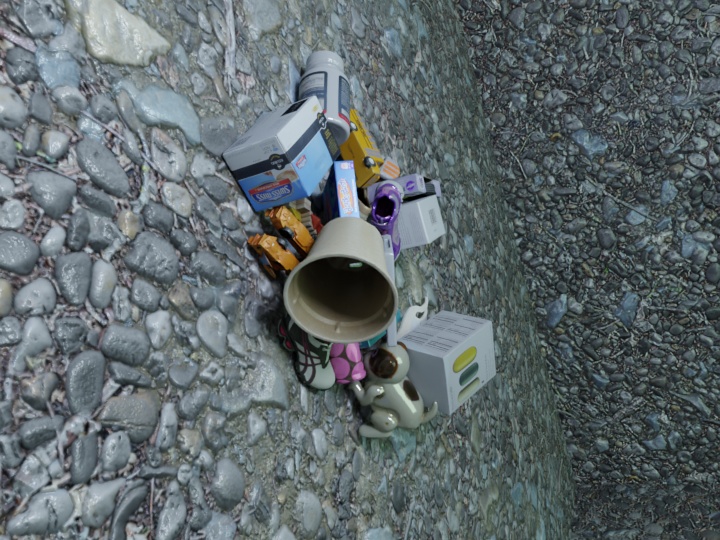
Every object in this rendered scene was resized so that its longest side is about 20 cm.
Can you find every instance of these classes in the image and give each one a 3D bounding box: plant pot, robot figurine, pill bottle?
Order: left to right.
[{"bbox_3d":[-0.129,-0.028,1.131,0.200,0.058,0.145,53,54,-40],"label":"robot figurine"},{"bbox_3d":[-0.083,-0.396,1.314,0.120,0.119,0.200,33,52,-54],"label":"pill bottle"},{"bbox_3d":[-0.028,0.001,1.058,0.184,0.200,0.201,-83,150,-54],"label":"plant pot"}]

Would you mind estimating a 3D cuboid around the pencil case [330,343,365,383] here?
[{"bbox_3d":[-0.048,0.138,1.220,0.091,0.094,0.200,-14,95,-23],"label":"pencil case"}]

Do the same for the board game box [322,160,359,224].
[{"bbox_3d":[-0.045,-0.131,1.243,0.200,0.045,0.152,131,-47,-74],"label":"board game box"}]

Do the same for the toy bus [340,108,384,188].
[{"bbox_3d":[-0.007,-0.290,1.357,0.078,0.065,0.200,0,58,-49],"label":"toy bus"}]

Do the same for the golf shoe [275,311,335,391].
[{"bbox_3d":[-0.088,0.164,1.125,0.200,0.088,0.077,62,30,-31],"label":"golf shoe"}]

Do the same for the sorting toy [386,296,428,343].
[{"bbox_3d":[0.128,0.159,1.447,0.200,0.107,0.180,-25,131,-62],"label":"sorting toy"}]

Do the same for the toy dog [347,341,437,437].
[{"bbox_3d":[0.065,0.260,1.273,0.140,0.194,0.200,-35,121,-51],"label":"toy dog"}]

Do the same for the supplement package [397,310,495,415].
[{"bbox_3d":[0.203,0.213,1.359,0.200,0.151,0.152,-27,116,-40],"label":"supplement package"}]

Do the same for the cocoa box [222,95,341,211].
[{"bbox_3d":[-0.146,-0.229,1.114,0.131,0.133,0.200,63,31,-28],"label":"cocoa box"}]

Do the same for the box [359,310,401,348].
[{"bbox_3d":[0.022,0.130,1.350,0.200,0.082,0.049,-30,106,-62],"label":"box"}]

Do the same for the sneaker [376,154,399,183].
[{"bbox_3d":[-0.002,-0.278,1.479,0.200,0.112,0.078,36,67,-10],"label":"sneaker"}]

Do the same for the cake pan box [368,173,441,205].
[{"bbox_3d":[0.098,-0.203,1.498,0.184,0.200,0.052,-8,87,-65],"label":"cake pan box"}]

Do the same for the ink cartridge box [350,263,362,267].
[{"bbox_3d":[0.000,0.000,1.319,0.104,0.059,0.200,-77,160,-69],"label":"ink cartridge box"}]

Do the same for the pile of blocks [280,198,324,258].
[{"bbox_3d":[-0.103,-0.070,1.211,0.200,0.062,0.082,63,31,-27],"label":"pile of blocks"}]

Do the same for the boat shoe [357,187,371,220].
[{"bbox_3d":[-0.008,-0.182,1.370,0.071,0.065,0.200,21,33,-30],"label":"boat shoe"}]

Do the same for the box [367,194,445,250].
[{"bbox_3d":[0.092,-0.111,1.448,0.152,0.200,0.106,-31,107,-62],"label":"box"}]

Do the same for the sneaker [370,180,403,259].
[{"bbox_3d":[0.055,-0.105,1.326,0.088,0.080,0.200,-61,154,-72],"label":"sneaker"}]

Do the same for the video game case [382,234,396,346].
[{"bbox_3d":[0.061,0.038,1.231,0.182,0.023,0.200,-85,172,-75],"label":"video game case"}]
